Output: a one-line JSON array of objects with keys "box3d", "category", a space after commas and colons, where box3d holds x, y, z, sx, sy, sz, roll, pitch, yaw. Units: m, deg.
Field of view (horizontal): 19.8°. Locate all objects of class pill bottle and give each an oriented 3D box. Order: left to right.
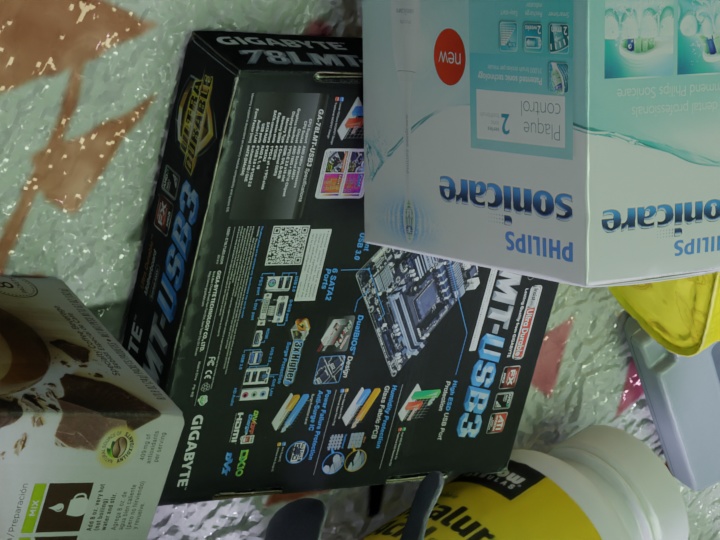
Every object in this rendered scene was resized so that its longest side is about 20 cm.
[{"box3d": [0.063, 0.154, 0.982, 0.199, 0.111, 0.112, -29, 131, -35], "category": "pill bottle"}]

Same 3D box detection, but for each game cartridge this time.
[{"box3d": [0.232, 0.022, 1.086, 0.200, 0.042, 0.134, -35, 136, -13], "category": "game cartridge"}]

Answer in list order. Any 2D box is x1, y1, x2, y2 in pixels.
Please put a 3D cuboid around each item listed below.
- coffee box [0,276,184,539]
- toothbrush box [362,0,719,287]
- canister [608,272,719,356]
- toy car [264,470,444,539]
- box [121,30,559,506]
[{"box3d": [-0.182, 0.057, 0.751, 0.199, 0.113, 0.080, 3, 115, -38], "category": "coffee box"}, {"box3d": [0.071, -0.103, 0.775, 0.085, 0.146, 0.201, -7, 102, -32], "category": "toothbrush box"}, {"box3d": [0.211, -0.066, 0.967, 0.199, 0.087, 0.149, -31, 148, -20], "category": "canister"}, {"box3d": [-0.044, 0.153, 0.835, 0.158, 0.164, 0.200, 54, 50, -21], "category": "toy car"}, {"box3d": [0.000, 0.000, 0.892, 0.198, 0.050, 0.201, -3, 118, -36], "category": "box"}]
